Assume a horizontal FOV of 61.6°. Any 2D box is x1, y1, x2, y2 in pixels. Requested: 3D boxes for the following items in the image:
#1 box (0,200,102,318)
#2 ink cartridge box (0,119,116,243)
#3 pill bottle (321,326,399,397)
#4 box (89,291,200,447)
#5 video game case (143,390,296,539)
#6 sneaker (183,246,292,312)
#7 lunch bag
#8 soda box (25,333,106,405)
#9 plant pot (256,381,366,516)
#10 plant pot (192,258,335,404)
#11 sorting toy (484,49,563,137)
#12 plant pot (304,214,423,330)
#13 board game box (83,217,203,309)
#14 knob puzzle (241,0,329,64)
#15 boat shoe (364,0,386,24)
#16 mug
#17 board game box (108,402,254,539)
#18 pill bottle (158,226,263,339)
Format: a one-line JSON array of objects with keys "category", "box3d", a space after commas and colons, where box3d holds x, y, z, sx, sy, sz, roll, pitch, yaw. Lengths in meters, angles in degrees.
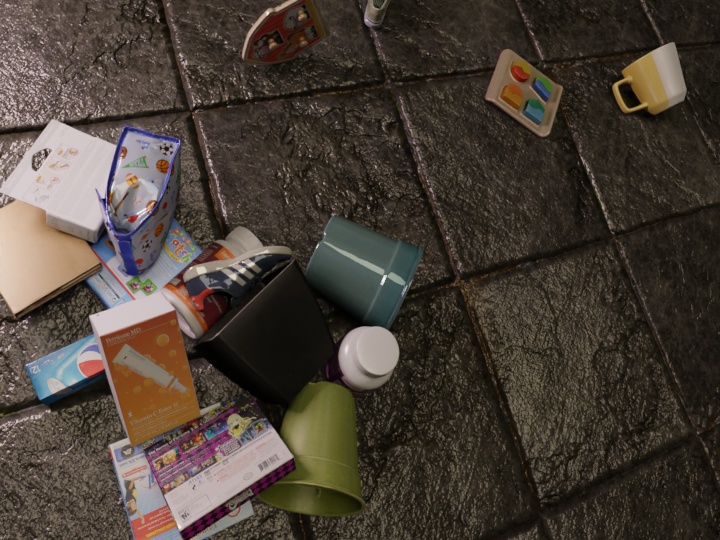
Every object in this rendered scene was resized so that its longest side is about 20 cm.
[{"category": "box", "box3d": [-0.579, -0.039, 1.064, 0.162, 0.021, 0.201, -35, 74, -25]}, {"category": "ink cartridge box", "box3d": [-0.528, -0.167, 1.112, 0.169, 0.044, 0.205, 21, 51, -11]}, {"category": "pill bottle", "box3d": [0.001, 0.170, 1.125, 0.108, 0.200, 0.116, 6, 69, -16]}, {"category": "box", "box3d": [-0.354, 0.161, 1.001, 0.121, 0.097, 0.207, -19, 115, -28]}, {"category": "video game case", "box3d": [-0.227, 0.303, 0.969, 0.196, 0.037, 0.180, -27, 41, -25]}, {"category": "sneaker", "box3d": [-0.206, 0.017, 1.058, 0.194, 0.075, 0.087, -17, 87, -19]}, {"category": "lunch bag", "box3d": [-0.389, -0.114, 1.059, 0.119, 0.171, 0.207, 10, 66, -10]}, {"category": "soda box", "box3d": [-0.460, 0.152, 1.041, 0.196, 0.068, 0.065, -27, 82, -25]}, {"category": "plant pot", "box3d": [-0.076, 0.311, 1.075, 0.194, 0.201, 0.195, 16, 54, -13]}, {"category": "plant pot", "box3d": [-0.161, 0.128, 1.098, 0.179, 0.198, 0.200, 50, 63, -10]}, {"category": "sorting toy", "box3d": [0.437, -0.472, 1.591, 0.196, 0.036, 0.189, 28, 65, -8]}, {"category": "plant pot", "box3d": [0.000, 0.000, 1.198, 0.192, 0.201, 0.204, 27, 65, 0]}, {"category": "board game box", "box3d": [-0.412, -0.018, 1.132, 0.152, 0.037, 0.200, 46, 65, 2]}, {"category": "knob puzzle", "box3d": [-0.166, -0.499, 1.306, 0.214, 0.220, 0.031, -23, 79, -24]}, {"category": "boat shoe", "box3d": [0.054, -0.703, 1.517, 0.070, 0.062, 0.207, 14, 67, -14]}, {"category": "mug", "box3d": [0.826, -0.523, 1.712, 0.148, 0.183, 0.157, -24, 89, -57]}, {"category": "board game box", "box3d": [-0.304, 0.359, 1.033, 0.194, 0.056, 0.202, -16, 79, -24]}, {"category": "pill bottle", "box3d": [-0.269, 0.019, 1.128, 0.114, 0.114, 0.200, 44, 64, 0]}]
